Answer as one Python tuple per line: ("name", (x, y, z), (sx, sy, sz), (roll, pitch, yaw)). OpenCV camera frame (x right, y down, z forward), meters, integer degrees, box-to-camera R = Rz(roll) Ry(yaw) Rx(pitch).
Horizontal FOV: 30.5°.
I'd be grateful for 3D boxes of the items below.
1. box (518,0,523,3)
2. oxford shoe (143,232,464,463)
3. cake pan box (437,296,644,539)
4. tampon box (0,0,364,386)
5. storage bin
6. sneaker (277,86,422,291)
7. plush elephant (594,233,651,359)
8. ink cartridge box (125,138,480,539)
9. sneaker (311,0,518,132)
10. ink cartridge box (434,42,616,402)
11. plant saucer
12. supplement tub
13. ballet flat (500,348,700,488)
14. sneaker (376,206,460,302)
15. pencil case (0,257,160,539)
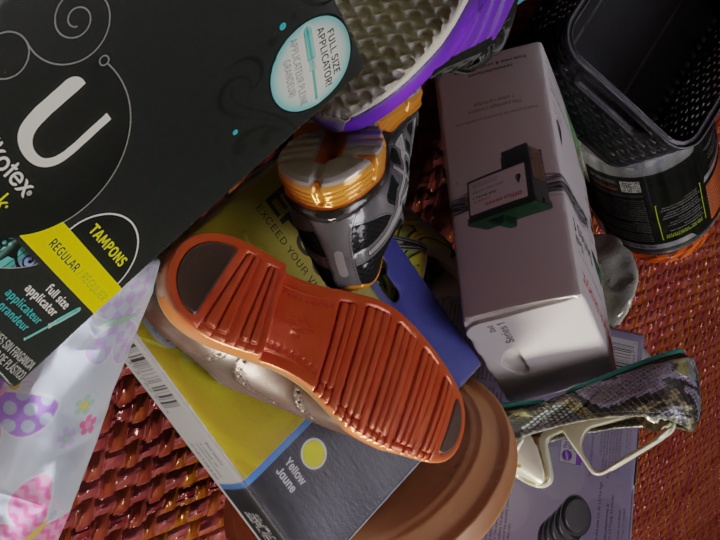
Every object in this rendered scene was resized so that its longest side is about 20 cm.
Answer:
("box", (0.105, -0.280, 0.860), (0.082, 0.049, 0.202), (-32, 136, -43))
("oxford shoe", (-0.030, 0.045, 0.713), (0.199, 0.073, 0.072), (34, 62, -21))
("cake pan box", (0.112, 0.120, 0.978), (0.052, 0.181, 0.203), (119, -19, -67))
("tampon box", (-0.125, -0.090, 0.518), (0.200, 0.126, 0.150), (-43, 145, -8))
("storage bin", (0.223, -0.195, 0.999), (0.135, 0.094, 0.201), (38, 75, -14))
("sneaker", (-0.004, -0.056, 0.768), (0.200, 0.077, 0.078), (-64, 146, -63))
("plush elephant", (0.168, 0.059, 1.126), (0.200, 0.162, 0.157), (120, -43, -84))
("ink cartridge box", (-0.027, 0.041, 0.784), (0.200, 0.047, 0.199), (-43, 104, -29))
("sneaker", (0.045, -0.138, 0.752), (0.201, 0.069, 0.100), (-53, 150, -20))
("ink cartridge box", (0.117, -0.030, 0.926), (0.146, 0.083, 0.203), (52, 29, -57))
("plant saucer", (0.002, 0.129, 0.851), (0.200, 0.199, 0.033), (-45, 127, -30))
("supplement tub", (0.251, -0.096, 1.149), (0.123, 0.122, 0.200), (-56, 148, -15))
("ballet flat", (0.136, 0.110, 0.897), (0.072, 0.198, 0.073), (-15, 90, -79))
("sneaker", (0.000, 0.000, 0.870), (0.199, 0.076, 0.076), (-21, 130, -49))
("pencil case", (-0.169, 0.065, 0.646), (0.090, 0.083, 0.203), (13, 100, -47))
